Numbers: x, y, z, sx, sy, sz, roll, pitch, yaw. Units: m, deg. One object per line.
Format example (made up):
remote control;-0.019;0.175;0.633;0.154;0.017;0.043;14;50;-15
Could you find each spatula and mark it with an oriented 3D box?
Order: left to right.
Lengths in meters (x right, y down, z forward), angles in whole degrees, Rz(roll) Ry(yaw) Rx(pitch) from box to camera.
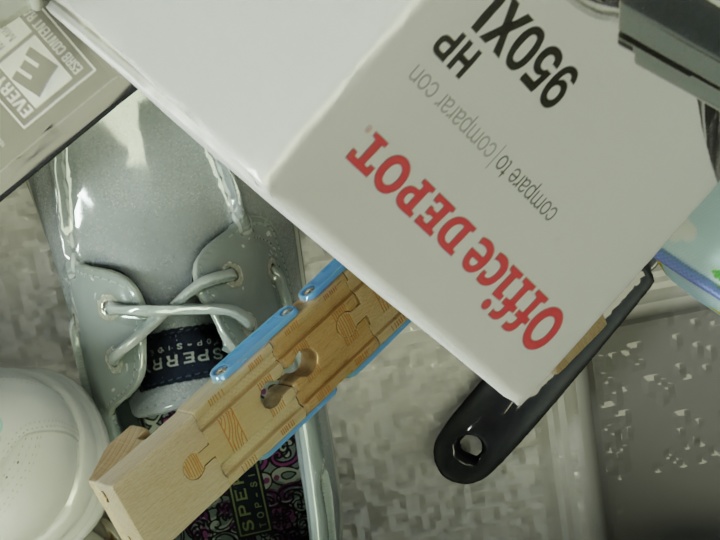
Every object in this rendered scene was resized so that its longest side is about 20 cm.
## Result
spatula;0.087;-0.013;0.788;0.056;0.021;0.200;39;109;-1

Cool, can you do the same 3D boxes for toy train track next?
toy train track;0.000;0.000;0.734;0.200;0.032;0.115;-43;120;-29

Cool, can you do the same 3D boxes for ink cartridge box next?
ink cartridge box;0.048;-0.086;0.623;0.200;0.084;0.145;-49;146;1

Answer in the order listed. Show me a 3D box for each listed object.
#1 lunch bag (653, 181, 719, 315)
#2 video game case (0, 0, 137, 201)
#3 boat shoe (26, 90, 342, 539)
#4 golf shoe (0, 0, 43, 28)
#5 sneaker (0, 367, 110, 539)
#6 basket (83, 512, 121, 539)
lunch bag;0.160;-0.037;0.698;0.200;0.082;0.161;35;95;22
video game case;-0.186;-0.068;0.700;0.181;0.026;0.200;-38;103;9
boat shoe;-0.042;0.018;0.756;0.070;0.072;0.201;-16;114;0
golf shoe;-0.105;-0.074;0.656;0.199;0.075;0.092;-7;116;8
sneaker;-0.166;0.077;0.726;0.200;0.088;0.075;-32;72;12
basket;-0.097;0.199;0.784;0.200;0.161;0.198;-35;115;7
